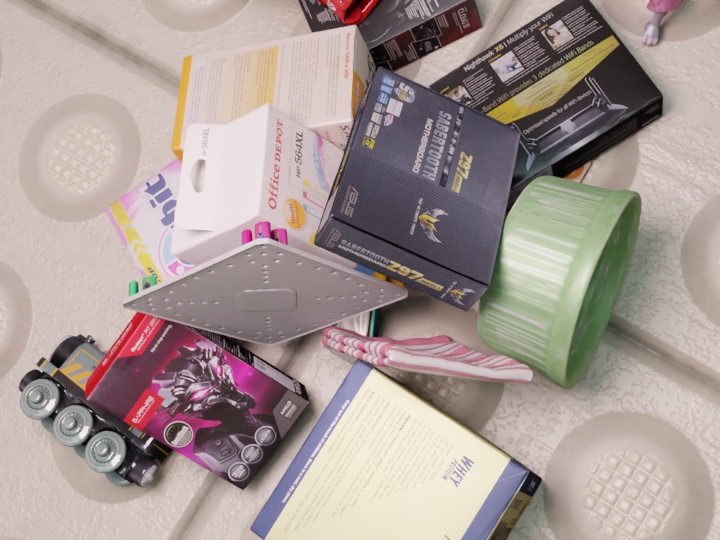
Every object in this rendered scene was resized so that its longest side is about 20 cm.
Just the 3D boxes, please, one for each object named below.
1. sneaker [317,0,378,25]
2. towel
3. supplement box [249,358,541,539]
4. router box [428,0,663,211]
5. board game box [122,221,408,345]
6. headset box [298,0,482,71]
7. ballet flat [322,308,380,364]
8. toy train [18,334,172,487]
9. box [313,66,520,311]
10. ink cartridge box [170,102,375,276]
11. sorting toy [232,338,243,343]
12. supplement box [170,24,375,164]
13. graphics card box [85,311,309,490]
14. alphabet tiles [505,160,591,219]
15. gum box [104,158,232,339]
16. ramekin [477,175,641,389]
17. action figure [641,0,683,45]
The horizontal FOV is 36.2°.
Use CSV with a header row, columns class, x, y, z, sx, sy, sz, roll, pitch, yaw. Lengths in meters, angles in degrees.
class,x,y,z,sx,sy,sz,roll,pitch,yaw
sneaker,-0.060,-0.320,1.207,0.199,0.078,0.116,-15,71,13
towel,0.059,0.079,1.071,0.146,0.200,0.030,8,90,-20
supplement box,0.040,0.230,1.090,0.199,0.134,0.200,31,86,20
router box,0.198,-0.183,1.190,0.200,0.052,0.158,-31,68,3
board game box,-0.090,0.018,1.059,0.200,0.200,0.026,-21,62,37
headset box,0.035,-0.317,1.260,0.199,0.077,0.149,-26,71,7
ballet flat,0.000,0.000,1.180,0.069,0.069,0.201,13,93,18
toy train,-0.287,0.154,1.231,0.200,0.085,0.114,33,74,22
box,0.058,-0.079,1.027,0.157,0.051,0.200,24,54,-9
ink cartridge box,-0.087,-0.061,1.098,0.125,0.200,0.129,-20,56,36
sorting toy,-0.120,-0.032,1.251,0.185,0.036,0.201,-26,71,8
supplement box,-0.089,-0.172,1.161,0.199,0.074,0.126,-6,60,16
graphics card box,-0.169,0.127,1.152,0.200,0.051,0.126,35,98,-18
alphabet tiles,0.153,-0.076,1.205,0.200,0.006,0.167,30,85,20
gum box,-0.178,-0.012,1.212,0.113,0.066,0.200,-34,75,5
ramekin,0.192,0.005,1.073,0.097,0.200,0.201,21,82,21
action figure,0.348,-0.323,1.148,0.199,0.149,0.135,-4,81,0
